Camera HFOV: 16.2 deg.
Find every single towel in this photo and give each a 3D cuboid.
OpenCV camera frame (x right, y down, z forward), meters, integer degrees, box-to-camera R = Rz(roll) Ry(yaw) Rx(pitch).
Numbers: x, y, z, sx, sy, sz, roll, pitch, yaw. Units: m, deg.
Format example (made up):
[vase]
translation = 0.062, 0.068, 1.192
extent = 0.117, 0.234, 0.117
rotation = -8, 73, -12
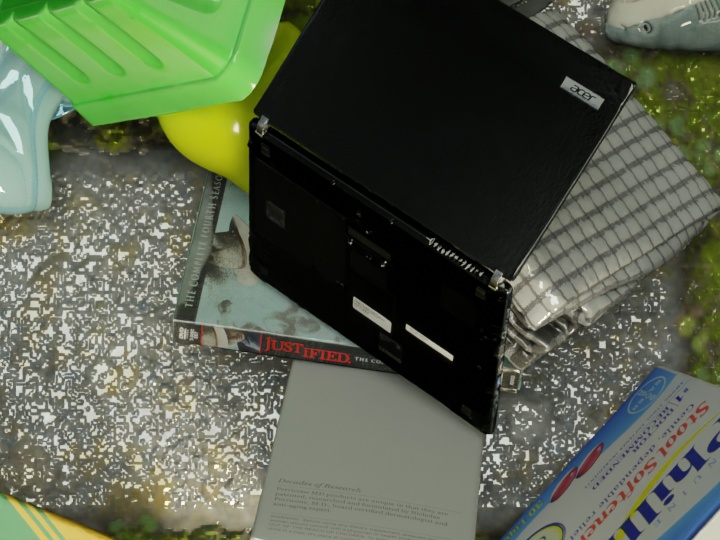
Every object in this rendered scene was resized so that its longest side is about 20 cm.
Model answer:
[towel]
translation = 0.096, -0.045, 1.438
extent = 0.166, 0.086, 0.200
rotation = 52, 41, 6

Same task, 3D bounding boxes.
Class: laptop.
[laptop]
translation = 0.037, -0.045, 1.348
extent = 0.177, 0.201, 0.103
rotation = 34, 57, 23

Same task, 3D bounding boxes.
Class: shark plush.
[shark plush]
translation = 0.250, -0.146, 1.525
extent = 0.199, 0.091, 0.084
rotation = 18, 101, -18

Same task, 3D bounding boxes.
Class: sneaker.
[sneaker]
translation = -0.202, -0.127, 1.510
extent = 0.082, 0.074, 0.201
rotation = 13, 77, -25

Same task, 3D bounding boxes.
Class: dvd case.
[dvd case]
translation = 0.000, 0.000, 1.464
extent = 0.199, 0.022, 0.146
rotation = 8, 43, 3

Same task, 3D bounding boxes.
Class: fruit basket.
[fruit basket]
translation = -0.085, -0.136, 1.429
extent = 0.214, 0.216, 0.156
rotation = 16, 77, 3

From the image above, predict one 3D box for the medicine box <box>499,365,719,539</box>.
[medicine box]
translation = 0.171, 0.161, 1.381
extent = 0.103, 0.200, 0.182
rotation = 45, 83, -14

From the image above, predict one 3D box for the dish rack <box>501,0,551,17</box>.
[dish rack]
translation = 0.027, -0.218, 1.506
extent = 0.153, 0.055, 0.201
rotation = -28, 85, -15

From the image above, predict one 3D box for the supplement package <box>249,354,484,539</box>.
[supplement package]
translation = 0.003, 0.145, 1.379
extent = 0.117, 0.200, 0.118
rotation = 8, 119, 2

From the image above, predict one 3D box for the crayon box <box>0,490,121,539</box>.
[crayon box]
translation = -0.171, 0.164, 1.427
extent = 0.199, 0.127, 0.051
rotation = 23, 82, 2
